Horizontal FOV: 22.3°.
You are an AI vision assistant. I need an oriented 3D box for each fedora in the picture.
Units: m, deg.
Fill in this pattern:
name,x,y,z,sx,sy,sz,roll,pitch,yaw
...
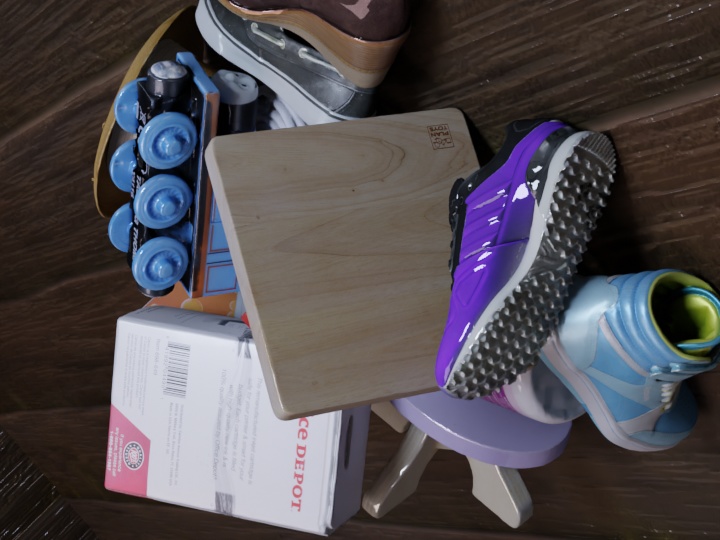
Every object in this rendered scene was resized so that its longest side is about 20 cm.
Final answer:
name,x,y,z,sx,sy,sz,roll,pitch,yaw
fedora,-0.146,-0.117,1.495,0.081,0.202,0.201,25,154,7

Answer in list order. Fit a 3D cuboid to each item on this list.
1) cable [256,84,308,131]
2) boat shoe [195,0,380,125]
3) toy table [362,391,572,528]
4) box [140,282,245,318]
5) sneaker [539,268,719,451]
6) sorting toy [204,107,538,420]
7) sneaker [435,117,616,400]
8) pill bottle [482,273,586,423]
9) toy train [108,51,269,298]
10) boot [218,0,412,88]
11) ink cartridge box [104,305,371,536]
name,x,y,z,sx,sy,sz,roll,pitch,yaw
cable,-0.046,-0.050,1.444,0.200,0.069,0.202,177,86,-68
boat shoe,-0.051,-0.174,1.376,0.200,0.070,0.064,41,126,34
toy table,0.078,0.121,1.508,0.200,0.183,0.118,49,146,33
box,-0.090,0.033,1.603,0.124,0.200,0.098,41,157,9
sneaker,0.218,0.067,1.286,0.130,0.080,0.200,-8,147,38
sorting toy,0.000,0.000,1.286,0.070,0.198,0.201,-45,58,60
sneaker,0.093,-0.013,1.244,0.099,0.202,0.069,28,-178,42
pill bottle,0.094,0.038,1.401,0.199,0.112,0.113,21,147,47
toy train,-0.129,-0.070,1.404,0.087,0.113,0.202,50,140,48
boot,-0.037,-0.236,1.263,0.199,0.072,0.167,39,145,21
ink cartridge box,-0.095,0.116,1.464,0.198,0.085,0.147,10,100,20
